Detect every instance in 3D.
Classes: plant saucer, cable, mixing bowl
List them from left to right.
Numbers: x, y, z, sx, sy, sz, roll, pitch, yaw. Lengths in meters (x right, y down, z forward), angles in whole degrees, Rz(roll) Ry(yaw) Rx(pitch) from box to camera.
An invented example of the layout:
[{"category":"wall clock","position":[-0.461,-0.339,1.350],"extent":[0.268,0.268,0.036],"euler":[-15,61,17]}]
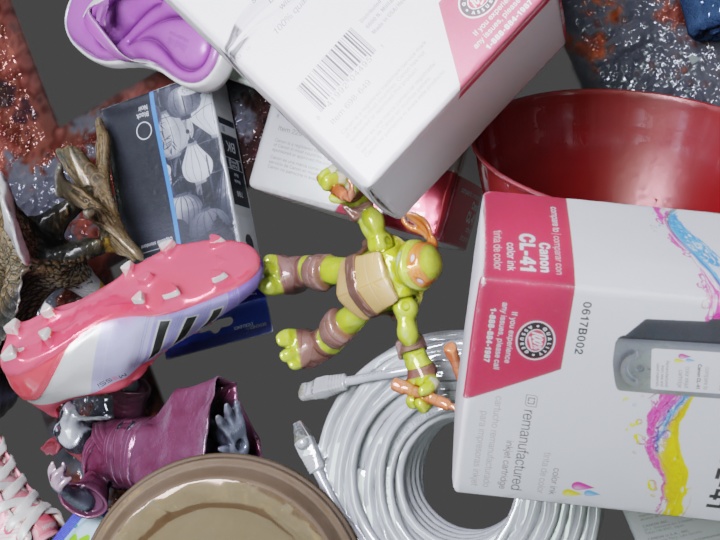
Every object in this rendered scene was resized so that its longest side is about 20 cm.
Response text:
[{"category":"plant saucer","position":[-0.090,0.221,0.763],"extent":[0.197,0.029,0.203],"euler":[0,84,1]},{"category":"cable","position":[0.069,0.141,0.793],"extent":[0.198,0.069,0.202],"euler":[-22,80,17]},{"category":"mixing bowl","position":[0.163,-0.028,0.724],"extent":[0.198,0.200,0.110],"euler":[13,119,20]}]

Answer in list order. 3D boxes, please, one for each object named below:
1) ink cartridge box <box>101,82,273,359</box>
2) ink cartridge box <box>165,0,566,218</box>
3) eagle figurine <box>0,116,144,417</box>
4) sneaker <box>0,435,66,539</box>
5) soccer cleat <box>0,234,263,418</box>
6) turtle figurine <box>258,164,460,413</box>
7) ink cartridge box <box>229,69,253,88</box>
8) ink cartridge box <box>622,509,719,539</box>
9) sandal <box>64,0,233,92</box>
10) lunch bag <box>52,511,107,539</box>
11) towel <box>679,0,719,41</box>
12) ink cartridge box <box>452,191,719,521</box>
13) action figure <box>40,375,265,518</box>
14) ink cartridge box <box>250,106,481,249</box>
[{"category":"ink cartridge box","position":[-0.133,-0.040,0.896],"extent":[0.098,0.039,0.202],"euler":[-16,81,17]},{"category":"ink cartridge box","position":[-0.006,-0.151,0.653],"extent":[0.146,0.085,0.200],"euler":[-46,73,2]},{"category":"eagle figurine","position":[-0.251,0.004,0.881],"extent":[0.199,0.152,0.151],"euler":[-32,110,21]},{"category":"sneaker","position":[-0.281,0.169,0.914],"extent":[0.103,0.075,0.203],"euler":[-6,91,24]},{"category":"soccer cleat","position":[-0.151,0.039,0.805],"extent":[0.198,0.077,0.067],"euler":[-23,40,7]},{"category":"turtle figurine","position":[0.000,0.000,0.748],"extent":[0.161,0.064,0.202],"euler":[-19,98,50]},{"category":"ink cartridge box","position":[-0.111,-0.237,0.899],"extent":[0.198,0.050,0.163],"euler":[23,94,18]},{"category":"ink cartridge box","position":[0.216,0.073,0.698],"extent":[0.161,0.057,0.201],"euler":[-17,115,18]},{"category":"sandal","position":[-0.168,-0.190,0.882],"extent":[0.201,0.050,0.083],"euler":[21,96,38]},{"category":"lunch bag","position":[-0.177,0.294,0.848],"extent":[0.169,0.127,0.202],"euler":[23,82,20]},{"category":"towel","position":[0.251,-0.257,0.767],"extent":[0.110,0.048,0.203],"euler":[-10,83,20]},{"category":"ink cartridge box","position":[0.152,0.048,0.612],"extent":[0.197,0.086,0.149],"euler":[6,124,5]},{"category":"action figure","position":[-0.155,0.132,0.877],"extent":[0.198,0.149,0.135],"euler":[0,55,38]},{"category":"ink cartridge box","position":[0.026,-0.131,0.812],"extent":[0.146,0.086,0.202],"euler":[17,90,20]}]
